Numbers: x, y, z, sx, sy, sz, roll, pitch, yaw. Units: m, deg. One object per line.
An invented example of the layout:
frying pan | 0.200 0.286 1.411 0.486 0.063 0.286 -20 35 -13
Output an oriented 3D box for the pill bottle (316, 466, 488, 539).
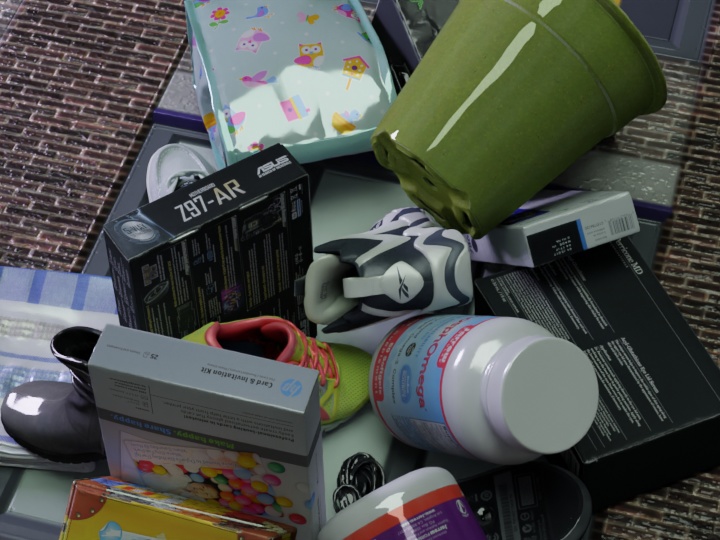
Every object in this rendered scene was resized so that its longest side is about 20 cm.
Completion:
pill bottle | 0.058 0.247 1.339 0.112 0.113 0.201 -24 76 -19

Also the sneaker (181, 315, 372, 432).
sneaker | -0.059 0.076 1.491 0.199 0.090 0.079 2 57 -36

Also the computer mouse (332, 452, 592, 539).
computer mouse | 0.080 0.197 1.450 0.198 0.053 0.139 -8 50 11

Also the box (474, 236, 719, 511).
box | 0.194 0.078 1.527 0.140 0.079 0.201 -19 51 -12

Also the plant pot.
plant pot | 0.112 -0.134 1.545 0.200 0.200 0.190 37 77 28

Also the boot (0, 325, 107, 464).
boot | -0.207 0.089 1.444 0.199 0.132 0.070 10 52 28

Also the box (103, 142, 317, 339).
box | -0.114 0.012 1.510 0.159 0.201 0.044 -27 53 -20

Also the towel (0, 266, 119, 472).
towel | -0.267 0.077 1.573 0.146 0.024 0.201 6 50 5

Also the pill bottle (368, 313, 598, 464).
pill bottle | 0.093 0.088 1.435 0.108 0.109 0.200 -30 12 -22

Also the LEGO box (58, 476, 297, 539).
LEGO box | -0.142 0.258 1.312 0.148 0.077 0.202 13 89 12

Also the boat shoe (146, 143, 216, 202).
boat shoe | -0.139 -0.050 1.647 0.070 0.072 0.202 -14 50 -11

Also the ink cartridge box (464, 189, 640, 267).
ink cartridge box | 0.149 -0.037 1.603 0.099 0.039 0.200 -19 9 -13

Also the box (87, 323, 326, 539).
box | -0.103 0.129 1.339 0.155 0.201 0.041 13 52 11

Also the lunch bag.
lunch bag | -0.060 -0.159 1.709 0.169 0.123 0.201 -11 44 -9

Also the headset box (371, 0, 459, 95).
headset box | 0.121 -0.188 1.708 0.199 0.093 0.175 -16 72 -15

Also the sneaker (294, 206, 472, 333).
sneaker | 0.000 0.000 1.541 0.129 0.080 0.199 -8 15 -16
